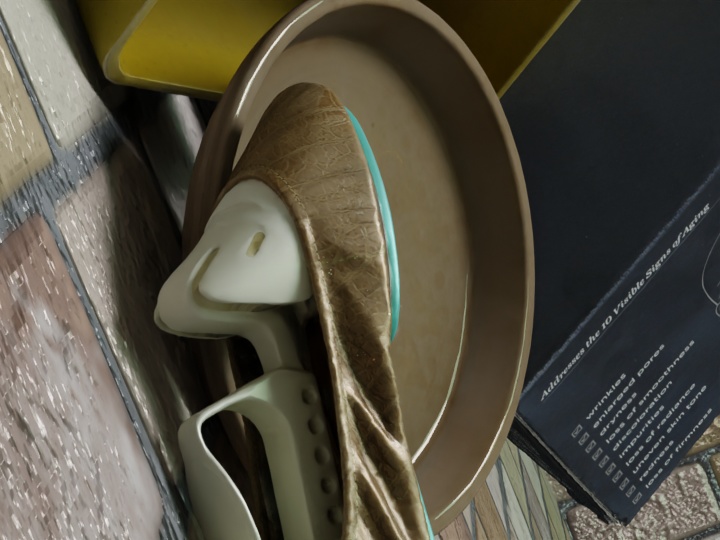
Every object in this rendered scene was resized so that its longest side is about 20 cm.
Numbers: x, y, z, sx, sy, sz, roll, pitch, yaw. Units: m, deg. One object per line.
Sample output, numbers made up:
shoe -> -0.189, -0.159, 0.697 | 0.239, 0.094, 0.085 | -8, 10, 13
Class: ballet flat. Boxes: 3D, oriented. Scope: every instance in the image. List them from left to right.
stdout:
ballet flat -> -0.024, 0.036, 0.681 | 0.068, 0.072, 0.200 | -25, -111, 52

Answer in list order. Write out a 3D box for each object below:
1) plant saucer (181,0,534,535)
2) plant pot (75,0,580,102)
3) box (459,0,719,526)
plant saucer -> 0.000, 0.000, 0.806 | 0.200, 0.029, 0.201 | 6, 83, -54
plant pot -> -0.010, -0.189, 0.845 | 0.200, 0.200, 0.177 | 6, 42, -48
box -> 0.112, -0.019, 0.989 | 0.124, 0.200, 0.197 | 40, -3, 26
